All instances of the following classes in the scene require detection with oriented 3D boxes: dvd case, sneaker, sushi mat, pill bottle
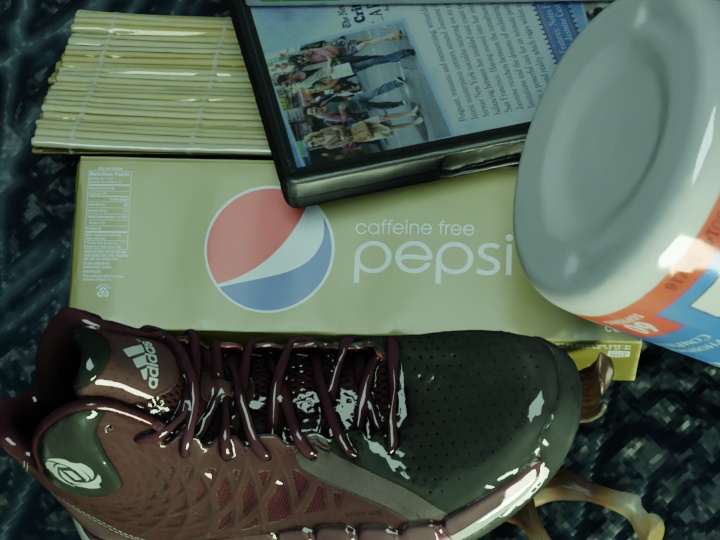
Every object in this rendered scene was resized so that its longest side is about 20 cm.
[{"bbox_3d":[0.055,-0.096,0.979,0.200,0.018,0.143,-11,51,-7],"label":"dvd case"},{"bbox_3d":[-0.036,0.048,0.902,0.200,0.116,0.076,-17,54,27],"label":"sneaker"},{"bbox_3d":[-0.014,-0.067,0.990,0.200,0.012,0.096,2,36,4],"label":"sushi mat"},{"bbox_3d":[0.160,-0.011,0.908,0.200,0.112,0.112,20,75,-26],"label":"pill bottle"}]

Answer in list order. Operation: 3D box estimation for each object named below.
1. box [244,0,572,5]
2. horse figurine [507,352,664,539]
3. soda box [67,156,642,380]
[{"bbox_3d":[0.045,-0.201,0.978,0.176,0.097,0.200,-1,57,2],"label":"box"},{"bbox_3d":[0.017,0.108,0.948,0.132,0.050,0.200,29,87,27],"label":"horse figurine"},{"bbox_3d":[0.000,0.000,0.973,0.200,0.068,0.064,2,76,4],"label":"soda box"}]
